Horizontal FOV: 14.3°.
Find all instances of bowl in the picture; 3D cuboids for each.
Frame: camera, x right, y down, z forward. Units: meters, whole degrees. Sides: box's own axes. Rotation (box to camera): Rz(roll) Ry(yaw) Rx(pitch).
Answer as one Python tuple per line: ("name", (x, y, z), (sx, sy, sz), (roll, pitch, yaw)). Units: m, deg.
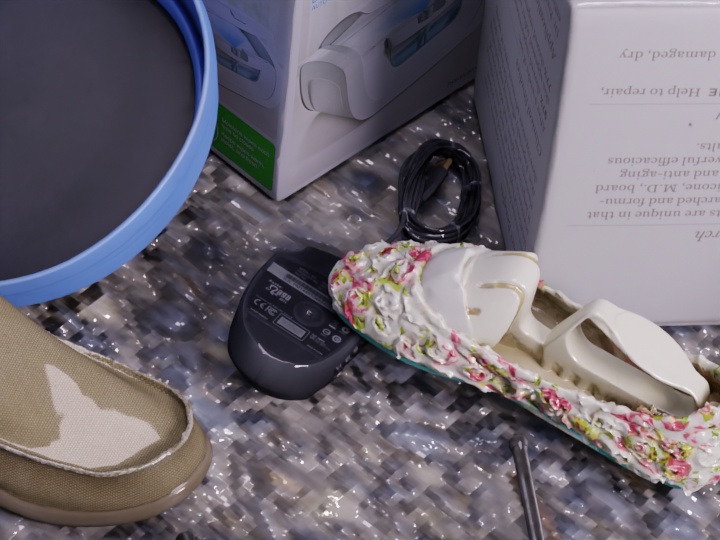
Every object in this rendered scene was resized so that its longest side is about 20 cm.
("bowl", (-0.159, -0.074, 1.308), (0.200, 0.039, 0.201), (-6, 63, 13))

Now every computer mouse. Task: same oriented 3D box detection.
("computer mouse", (0.000, 0.000, 1.320), (0.059, 0.034, 0.200), (34, 44, 12))

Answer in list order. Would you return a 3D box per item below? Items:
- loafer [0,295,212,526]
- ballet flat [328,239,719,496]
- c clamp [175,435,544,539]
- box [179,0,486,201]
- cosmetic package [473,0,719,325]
("loafer", (-0.159, 0.049, 1.221), (0.199, 0.068, 0.076), (16, 46, 8))
("ballet flat", (0.083, 0.027, 1.255), (0.199, 0.064, 0.076), (25, 49, 3))
("c clamp", (-0.002, 0.142, 1.171), (0.199, 0.027, 0.171), (-1, 46, -20))
("box", (0.004, -0.164, 1.372), (0.097, 0.177, 0.200), (38, 52, 27))
("cosmetic package", (0.150, -0.100, 1.311), (0.166, 0.200, 0.168), (-2, 47, -8))
